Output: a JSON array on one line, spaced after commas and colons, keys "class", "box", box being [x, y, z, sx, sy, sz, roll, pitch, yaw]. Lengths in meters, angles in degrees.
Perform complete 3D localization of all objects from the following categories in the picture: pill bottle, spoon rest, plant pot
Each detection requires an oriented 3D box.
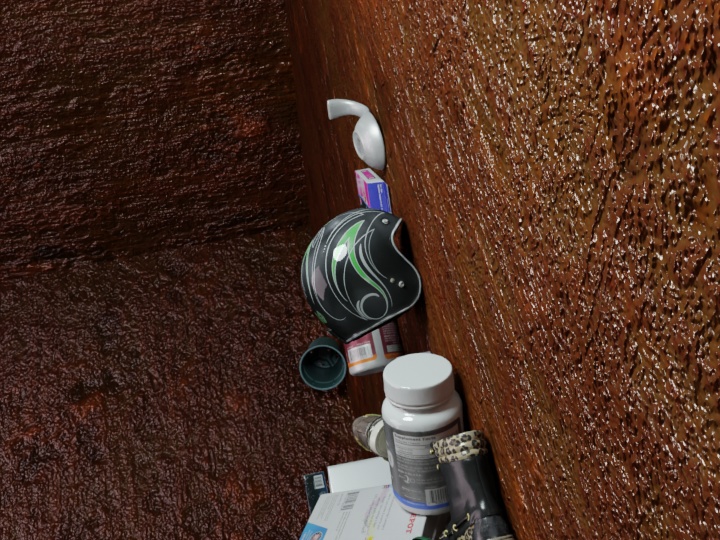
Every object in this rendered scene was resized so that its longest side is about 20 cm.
[{"class": "pill bottle", "box": [0.089, 0.225, 1.119, 0.114, 0.113, 0.201, -115, 16, -68]}, {"class": "pill bottle", "box": [0.014, 0.103, 1.619, 0.114, 0.113, 0.201, 105, 154, -77]}, {"class": "spoon rest", "box": [0.004, -0.254, 1.441, 0.200, 0.060, 0.100, -126, 21, -45]}, {"class": "plant pot", "box": [-0.158, 0.387, 3.482, 0.196, 0.199, 0.202, -89, -10, -77]}]

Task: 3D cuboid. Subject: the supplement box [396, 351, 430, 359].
[{"class": "supplement box", "box": [0.093, 0.225, 1.340, 0.200, 0.060, 0.109, 93, 166, -62]}]

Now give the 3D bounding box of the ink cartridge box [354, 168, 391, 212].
[{"class": "ink cartridge box", "box": [0.026, -0.129, 1.502, 0.200, 0.037, 0.095, -126, 25, -72]}]

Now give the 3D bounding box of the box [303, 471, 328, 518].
[{"class": "box", "box": [-0.060, 0.463, 1.387, 0.137, 0.037, 0.201, 92, 166, -62]}]

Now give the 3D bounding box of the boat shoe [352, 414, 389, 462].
[{"class": "boat shoe", "box": [0.065, 0.265, 1.229, 0.059, 0.200, 0.072, 15, 78, 44]}]

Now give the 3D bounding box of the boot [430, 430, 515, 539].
[{"class": "boot", "box": [0.131, 0.289, 1.026, 0.200, 0.073, 0.152, 109, 149, -71]}]

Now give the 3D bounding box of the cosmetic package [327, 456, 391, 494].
[{"class": "cosmetic package", "box": [0.050, 0.412, 1.405, 0.200, 0.199, 0.124, 89, 168, -55]}]

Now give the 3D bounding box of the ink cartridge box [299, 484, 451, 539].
[{"class": "ink cartridge box", "box": [0.033, 0.417, 1.183, 0.147, 0.199, 0.147, -54, -53, -64]}]

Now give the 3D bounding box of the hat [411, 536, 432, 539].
[{"class": "hat", "box": [0.079, 0.439, 0.965, 0.165, 0.176, 0.200, 17, 148, 44]}]

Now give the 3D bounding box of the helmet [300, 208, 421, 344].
[{"class": "helmet", "box": [0.000, 0.000, 1.310, 0.192, 0.199, 0.200, 62, 172, 6]}]
